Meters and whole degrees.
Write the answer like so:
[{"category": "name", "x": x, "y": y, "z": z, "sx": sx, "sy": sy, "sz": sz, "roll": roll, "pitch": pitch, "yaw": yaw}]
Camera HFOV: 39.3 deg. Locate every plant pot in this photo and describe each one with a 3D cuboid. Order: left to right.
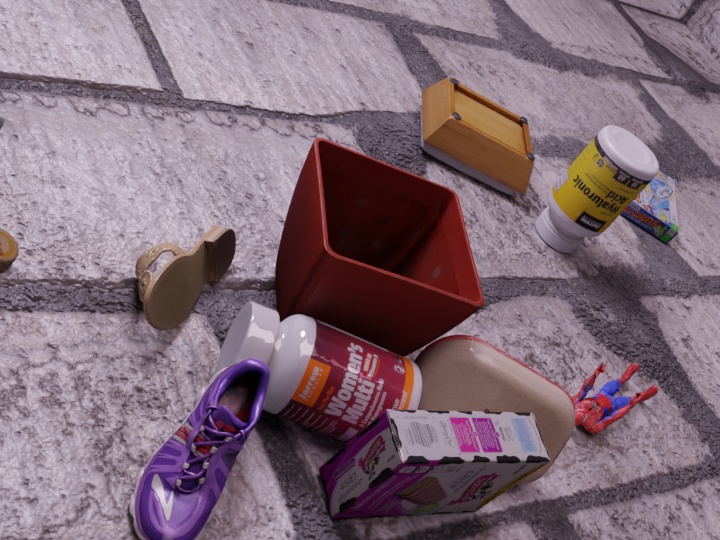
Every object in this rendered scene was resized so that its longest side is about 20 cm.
[{"category": "plant pot", "x": 0.000, "y": 0.000, "z": 1.175, "sx": 0.200, "sy": 0.176, "sz": 0.200, "roll": 19, "pitch": 39, "yaw": -23}]

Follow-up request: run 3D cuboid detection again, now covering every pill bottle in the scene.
[{"category": "pill bottle", "x": -0.044, "y": 0.112, "z": 1.069, "sx": 0.200, "sy": 0.110, "sz": 0.110, "roll": 24, "pitch": 37, "yaw": -18}, {"category": "pill bottle", "x": 0.369, "y": -0.123, "z": 1.602, "sx": 0.111, "sy": 0.200, "sz": 0.111, "roll": 22, "pitch": 38, "yaw": -19}]

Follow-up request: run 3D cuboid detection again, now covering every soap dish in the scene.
[{"category": "soap dish", "x": 0.197, "y": -0.226, "z": 1.675, "sx": 0.200, "sy": 0.081, "sz": 0.157, "roll": 26, "pitch": 37, "yaw": -17}]

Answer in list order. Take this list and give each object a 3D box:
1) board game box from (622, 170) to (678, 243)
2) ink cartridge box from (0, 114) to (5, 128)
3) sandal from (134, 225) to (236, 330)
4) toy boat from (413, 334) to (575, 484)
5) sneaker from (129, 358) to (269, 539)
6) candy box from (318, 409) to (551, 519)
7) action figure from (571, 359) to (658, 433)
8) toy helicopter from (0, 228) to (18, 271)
[{"category": "board game box", "x": 0.536, "y": -0.148, "z": 1.913, "sx": 0.135, "sy": 0.034, "sz": 0.200, "roll": 31, "pitch": 36, "yaw": -8}, {"category": "ink cartridge box", "x": -0.481, "y": -0.215, "z": 1.027, "sx": 0.200, "sy": 0.057, "sz": 0.163, "roll": 43, "pitch": 5, "yaw": 24}, {"category": "sandal", "x": -0.211, "y": 0.003, "z": 1.108, "sx": 0.070, "sy": 0.078, "sz": 0.212, "roll": 9, "pitch": 25, "yaw": 15}, {"category": "toy boat", "x": 0.148, "y": 0.155, "z": 1.199, "sx": 0.200, "sy": 0.131, "sz": 0.131, "roll": 32, "pitch": 6, "yaw": -8}, {"category": "sneaker", "x": -0.144, "y": 0.161, "z": 0.925, "sx": 0.081, "sy": 0.083, "sz": 0.200, "roll": 29, "pitch": 59, "yaw": -7}, {"category": "candy box", "x": 0.077, "y": 0.202, "z": 1.046, "sx": 0.200, "sy": 0.136, "sz": 0.061, "roll": 6, "pitch": 53, "yaw": -35}, {"category": "action figure", "x": 0.351, "y": 0.160, "z": 1.364, "sx": 0.200, "sy": 0.099, "sz": 0.065, "roll": -18, "pitch": 60, "yaw": -46}, {"category": "toy helicopter", "x": -0.415, "y": -0.084, "z": 1.027, "sx": 0.200, "sy": 0.079, "sz": 0.132, "roll": 51, "pitch": 27, "yaw": 1}]
